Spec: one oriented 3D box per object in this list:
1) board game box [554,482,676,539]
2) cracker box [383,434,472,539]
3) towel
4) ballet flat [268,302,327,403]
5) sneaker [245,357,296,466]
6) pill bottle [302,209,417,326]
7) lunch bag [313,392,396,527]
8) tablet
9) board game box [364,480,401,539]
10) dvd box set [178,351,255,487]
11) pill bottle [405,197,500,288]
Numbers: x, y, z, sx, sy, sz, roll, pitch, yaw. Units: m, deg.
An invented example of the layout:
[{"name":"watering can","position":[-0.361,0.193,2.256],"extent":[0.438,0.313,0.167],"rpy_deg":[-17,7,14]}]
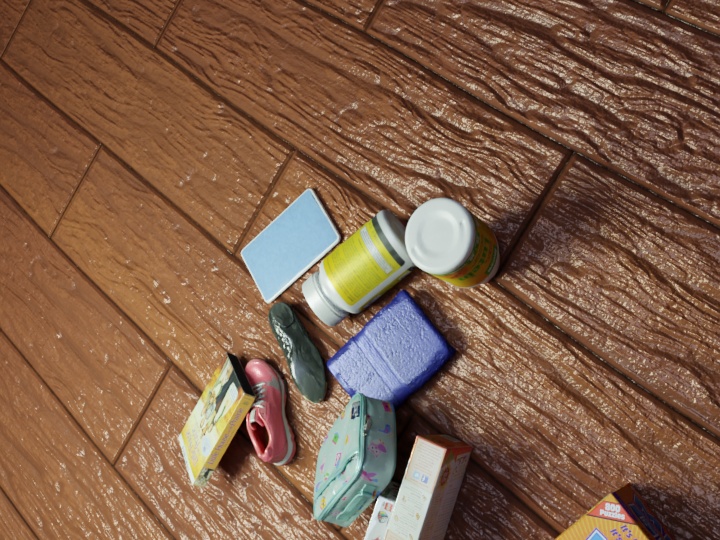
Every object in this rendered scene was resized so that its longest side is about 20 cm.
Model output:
[{"name":"board game box","position":[0.337,0.432,0.991],"extent":[0.200,0.199,0.201],"rpy_deg":[-44,64,13]},{"name":"cracker box","position":[0.102,0.361,1.166],"extent":[0.057,0.133,0.205],"rpy_deg":[17,87,27]},{"name":"towel","position":[0.052,0.151,1.288],"extent":[0.200,0.049,0.149],"rpy_deg":[-44,71,13]},{"name":"ballet flat","position":[-0.111,0.149,1.380],"extent":[0.065,0.057,0.204],"rpy_deg":[-23,73,-8]},{"name":"sneaker","position":[-0.174,0.251,1.361],"extent":[0.073,0.086,0.205],"rpy_deg":[-26,69,19]},{"name":"pill bottle","position":[0.000,0.000,1.304],"extent":[0.199,0.114,0.116],"rpy_deg":[-38,65,15]},{"name":"lunch bag","position":[-0.011,0.305,1.198],"extent":[0.163,0.075,0.202],"rpy_deg":[-84,19,-48]},{"name":"tablet","position":[-0.136,-0.047,1.443],"extent":[0.199,0.014,0.132],"rpy_deg":[-40,65,16]},{"name":"board game box","position":[0.021,0.448,1.195],"extent":[0.034,0.126,0.205],"rpy_deg":[18,88,11]},{"name":"dvd box set","position":[-0.270,0.274,1.397],"extent":[0.203,0.029,0.147],"rpy_deg":[-59,32,11]},{"name":"pill bottle","position":[0.155,-0.035,1.180],"extent":[0.108,0.199,0.115],"rpy_deg":[-5,77,26]}]
